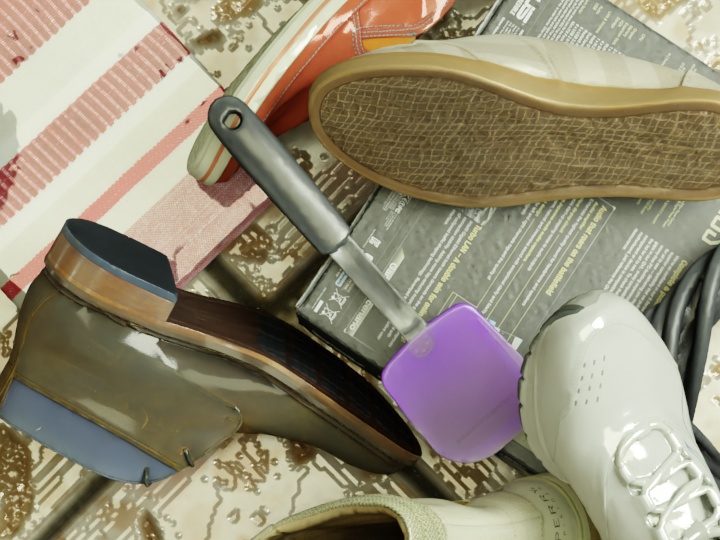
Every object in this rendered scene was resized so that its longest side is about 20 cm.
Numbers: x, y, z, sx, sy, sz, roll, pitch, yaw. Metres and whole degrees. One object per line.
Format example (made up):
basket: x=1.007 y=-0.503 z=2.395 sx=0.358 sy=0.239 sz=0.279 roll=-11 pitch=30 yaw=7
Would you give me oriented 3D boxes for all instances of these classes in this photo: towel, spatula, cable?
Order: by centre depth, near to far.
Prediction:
spatula: x=0.000 y=0.000 z=1.240 sx=0.056 sy=0.021 sz=0.200 roll=-41 pitch=83 yaw=-2
cable: x=0.203 y=0.043 z=1.261 sx=0.200 sy=0.051 sz=0.164 roll=13 pitch=102 yaw=-37
towel: x=-0.146 y=-0.070 z=1.332 sx=0.144 sy=0.023 sz=0.200 roll=-42 pitch=86 yaw=-3

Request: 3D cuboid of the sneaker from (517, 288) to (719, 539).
sneaker: x=0.127 y=0.098 z=1.166 sx=0.074 sy=0.087 sz=0.201 roll=-28 pitch=116 yaw=-16

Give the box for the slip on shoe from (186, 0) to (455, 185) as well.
slip on shoe: x=-0.001 y=-0.105 z=1.302 sx=0.200 sy=0.074 sz=0.061 roll=-43 pitch=93 yaw=-19

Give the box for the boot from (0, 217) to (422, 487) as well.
boot: x=-0.074 y=0.063 z=1.303 sx=0.200 sy=0.075 sz=0.097 roll=31 pitch=104 yaw=-12

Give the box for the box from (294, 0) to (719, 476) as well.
box: x=0.090 y=-0.017 z=1.297 sx=0.163 sy=0.086 sz=0.200 roll=33 pitch=86 yaw=2

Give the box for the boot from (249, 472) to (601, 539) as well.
boot: x=-0.010 y=0.151 z=1.220 sx=0.200 sy=0.154 sz=0.072 roll=-36 pitch=69 yaw=30

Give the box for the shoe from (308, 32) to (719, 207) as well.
shoe: x=0.077 y=-0.066 z=1.237 sx=0.199 sy=0.053 sz=0.070 roll=7 pitch=118 yaw=4
